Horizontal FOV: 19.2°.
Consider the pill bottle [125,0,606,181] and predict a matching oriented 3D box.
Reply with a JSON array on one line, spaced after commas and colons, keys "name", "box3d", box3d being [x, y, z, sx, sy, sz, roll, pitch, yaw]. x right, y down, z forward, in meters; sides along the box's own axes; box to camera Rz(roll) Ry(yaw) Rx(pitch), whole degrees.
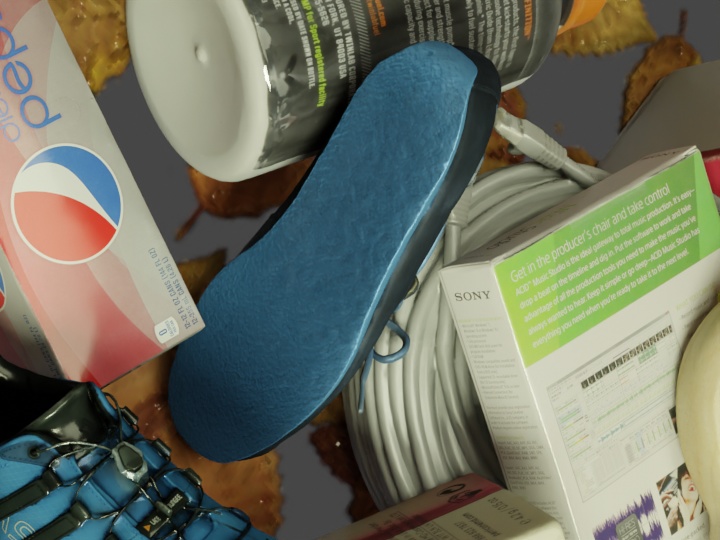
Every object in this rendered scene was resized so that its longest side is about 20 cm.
[{"name": "pill bottle", "box3d": [0.011, -0.113, 0.893, 0.200, 0.106, 0.106, -20, 96, -31]}]

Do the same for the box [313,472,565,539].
[{"name": "box", "box3d": [-0.008, 0.179, 0.819, 0.200, 0.109, 0.128, -21, 100, -12]}]

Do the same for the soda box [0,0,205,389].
[{"name": "soda box", "box3d": [-0.139, -0.050, 0.817, 0.063, 0.070, 0.200, -31, 102, -27]}]

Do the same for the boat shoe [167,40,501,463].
[{"name": "boat shoe", "box3d": [0.000, 0.000, 0.853, 0.084, 0.200, 0.069, 47, 25, 14]}]

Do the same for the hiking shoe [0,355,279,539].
[{"name": "hiking shoe", "box3d": [-0.092, 0.087, 0.756, 0.074, 0.200, 0.087, -45, 142, -40]}]

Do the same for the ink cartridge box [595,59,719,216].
[{"name": "ink cartridge box", "box3d": [0.226, -0.005, 0.991, 0.200, 0.145, 0.083, 48, 63, -19]}]

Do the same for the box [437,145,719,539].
[{"name": "box", "box3d": [0.117, 0.065, 0.890, 0.144, 0.036, 0.200, -27, 105, -41]}]

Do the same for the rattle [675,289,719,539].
[{"name": "rattle", "box3d": [0.203, 0.090, 0.847, 0.130, 0.143, 0.200, 27, 67, -37]}]

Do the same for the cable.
[{"name": "cable", "box3d": [0.082, 0.052, 0.945, 0.200, 0.069, 0.200, 26, 74, -28]}]
